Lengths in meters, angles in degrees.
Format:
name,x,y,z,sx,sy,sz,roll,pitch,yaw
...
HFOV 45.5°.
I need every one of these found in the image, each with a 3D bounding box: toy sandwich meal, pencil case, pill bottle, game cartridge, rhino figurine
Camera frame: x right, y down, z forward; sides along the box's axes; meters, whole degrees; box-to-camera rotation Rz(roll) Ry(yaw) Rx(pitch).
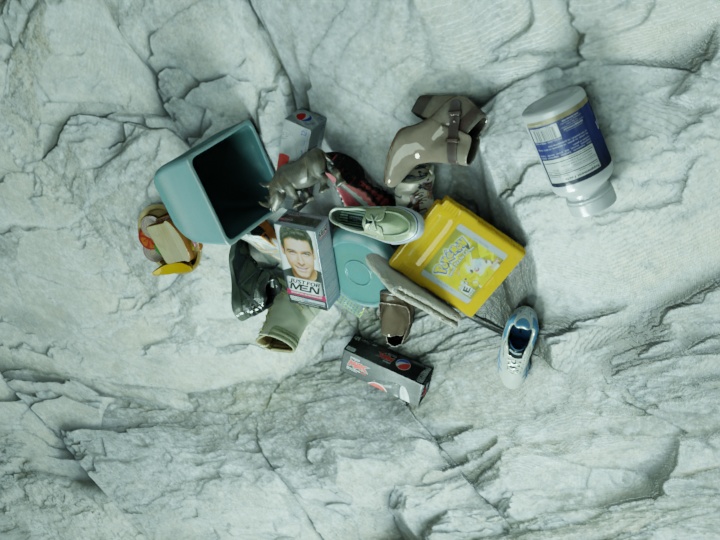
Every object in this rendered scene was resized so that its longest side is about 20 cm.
name,x,y,z,sx,sy,sz,roll,pitch,yaw
toy sandwich meal,-0.455,-0.064,2.015,0.204,0.070,0.207,15,125,22
pencil case,0.115,-0.106,1.654,0.089,0.078,0.202,-5,118,10
pill bottle,0.356,-0.194,1.436,0.110,0.111,0.201,-14,112,36
game cartridge,0.183,-0.025,1.631,0.199,0.033,0.177,31,115,-14
rhino figurine,-0.126,-0.171,1.674,0.199,0.060,0.088,-24,92,34

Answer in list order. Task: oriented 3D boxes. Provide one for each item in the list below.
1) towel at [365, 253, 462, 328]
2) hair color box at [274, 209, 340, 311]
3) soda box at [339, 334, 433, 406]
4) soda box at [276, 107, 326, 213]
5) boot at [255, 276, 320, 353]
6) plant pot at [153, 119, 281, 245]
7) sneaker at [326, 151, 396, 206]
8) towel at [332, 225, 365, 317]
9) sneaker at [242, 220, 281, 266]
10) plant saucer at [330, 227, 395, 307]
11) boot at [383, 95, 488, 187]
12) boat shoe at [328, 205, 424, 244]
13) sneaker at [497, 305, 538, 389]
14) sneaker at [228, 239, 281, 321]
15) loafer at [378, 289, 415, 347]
name,x,y,z,sx,sy,sz,roll,pitch,yaw
towel,0.107,0.038,1.679,0.199,0.133,0.035,28,103,-36
hair color box,-0.108,-0.020,1.773,0.098,0.061,0.201,11,129,25
soda box,0.057,0.220,1.904,0.199,0.063,0.071,23,128,16
soda box,-0.125,-0.219,1.728,0.063,0.068,0.201,25,129,14
boot,-0.200,0.095,1.909,0.198,0.155,0.072,18,145,18
plant pot,-0.316,-0.173,1.794,0.199,0.196,0.198,-5,117,41
sneaker,-0.015,-0.147,1.705,0.200,0.074,0.087,44,132,-1
towel,-0.024,0.001,1.838,0.143,0.023,0.201,34,130,6
sneaker,-0.207,-0.055,1.878,0.199,0.076,0.093,21,132,19
plant saucer,0.000,0.000,1.779,0.199,0.027,0.201,18,132,21
boot,0.136,-0.220,1.535,0.146,0.070,0.201,29,104,31
boat shoe,0.027,-0.088,1.619,0.199,0.062,0.073,7,96,37
sneaker,0.309,0.163,1.716,0.071,0.073,0.201,17,127,18
sneaker,-0.229,0.007,1.889,0.113,0.201,0.076,-18,146,12
loafer,0.075,0.102,1.759,0.072,0.072,0.200,7,154,15
